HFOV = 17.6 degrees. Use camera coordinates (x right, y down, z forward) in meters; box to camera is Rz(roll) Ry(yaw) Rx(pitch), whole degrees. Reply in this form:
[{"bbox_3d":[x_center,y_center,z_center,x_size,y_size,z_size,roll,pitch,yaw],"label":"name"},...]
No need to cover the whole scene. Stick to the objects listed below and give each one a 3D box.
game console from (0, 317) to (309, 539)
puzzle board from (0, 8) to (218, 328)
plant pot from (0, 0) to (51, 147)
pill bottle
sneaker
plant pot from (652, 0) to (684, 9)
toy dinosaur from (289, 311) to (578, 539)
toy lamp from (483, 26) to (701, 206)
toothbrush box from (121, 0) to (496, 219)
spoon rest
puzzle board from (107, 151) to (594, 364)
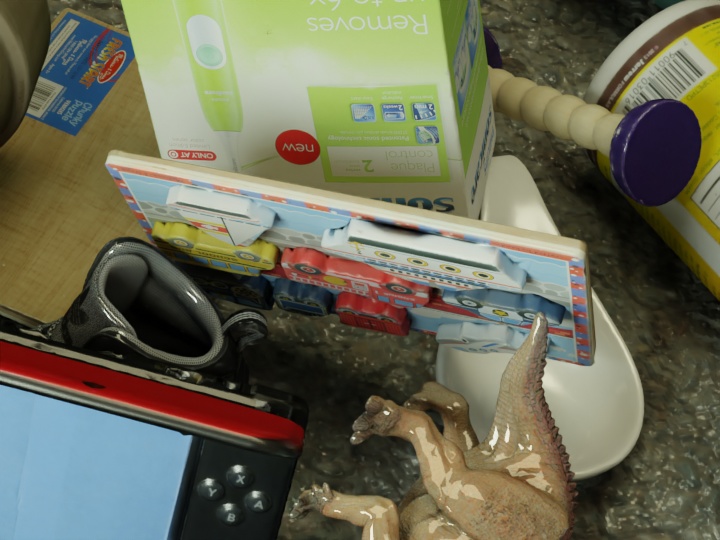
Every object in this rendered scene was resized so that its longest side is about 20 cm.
[{"bbox_3d":[-0.128,0.081,0.901,0.199,0.173,0.119,15,30,0],"label":"game console"},{"bbox_3d":[-0.121,-0.040,1.136,0.150,0.017,0.200,22,46,8],"label":"puzzle board"},{"bbox_3d":[-0.248,-0.059,1.011,0.198,0.200,0.175,11,56,-4],"label":"plant pot"},{"bbox_3d":[0.205,-0.035,1.147,0.109,0.110,0.200,-21,57,-29],"label":"pill bottle"},{"bbox_3d":[-0.136,0.038,0.992,0.198,0.114,0.076,4,47,-10],"label":"sneaker"},{"bbox_3d":[0.231,-0.204,1.258,0.200,0.201,0.161,-32,76,-35],"label":"plant pot"},{"bbox_3d":[0.044,0.123,0.950,0.135,0.086,0.200,35,83,14],"label":"toy dinosaur"},{"bbox_3d":[0.083,-0.085,1.154,0.058,0.059,0.200,-24,30,-31],"label":"toy lamp"},{"bbox_3d":[-0.023,-0.111,1.053,0.144,0.201,0.086,2,45,12],"label":"toothbrush box"},{"bbox_3d":[0.073,0.016,1.102,0.099,0.061,0.201,-1,48,-15],"label":"spoon rest"},{"bbox_3d":[0.000,0.000,0.995,0.199,0.151,0.018,11,74,11],"label":"puzzle board"}]
